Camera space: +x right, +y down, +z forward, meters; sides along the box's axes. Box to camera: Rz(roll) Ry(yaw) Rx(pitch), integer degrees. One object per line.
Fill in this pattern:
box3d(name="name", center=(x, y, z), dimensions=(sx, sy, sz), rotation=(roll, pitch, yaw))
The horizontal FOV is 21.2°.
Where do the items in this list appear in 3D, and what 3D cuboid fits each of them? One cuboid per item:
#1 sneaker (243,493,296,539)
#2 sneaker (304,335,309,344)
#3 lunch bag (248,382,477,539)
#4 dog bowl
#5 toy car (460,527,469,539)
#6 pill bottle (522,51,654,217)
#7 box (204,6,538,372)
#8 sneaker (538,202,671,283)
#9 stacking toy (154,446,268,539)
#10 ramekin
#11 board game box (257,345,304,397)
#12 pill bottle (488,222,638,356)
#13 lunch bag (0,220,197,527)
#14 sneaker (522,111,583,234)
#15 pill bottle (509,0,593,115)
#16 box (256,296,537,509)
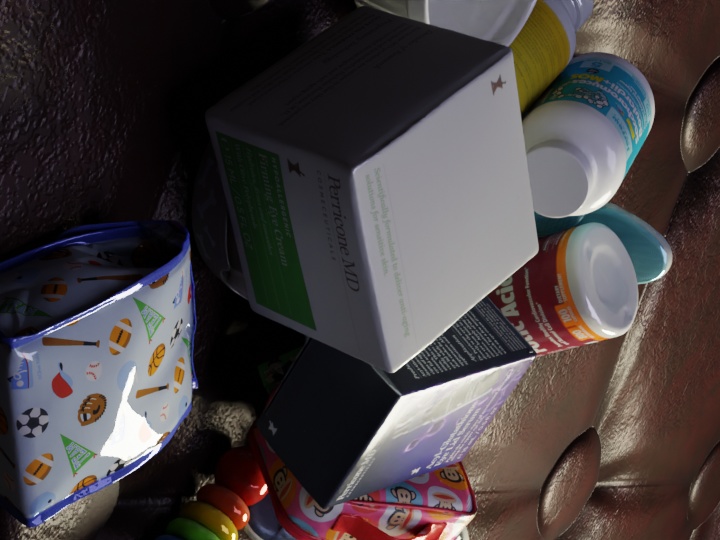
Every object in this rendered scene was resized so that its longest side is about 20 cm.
box3d(name="sneaker", center=(-0.016, 0.230, 1.834), dimensions=(0.198, 0.084, 0.076), rotation=(8, 68, -28))
box3d(name="sneaker", center=(0.000, 0.000, 1.756), dimensions=(0.077, 0.086, 0.202), rotation=(27, 82, -22))
box3d(name="lunch bag", center=(0.008, 0.189, 1.743), dimensions=(0.199, 0.177, 0.082), rotation=(13, 124, -34))
box3d(name="dog bowl", center=(-0.063, -0.064, 1.634), dimensions=(0.199, 0.058, 0.202), rotation=(-25, 124, -43))
box3d(name="toy car", center=(0.043, 0.341, 1.976), dimensions=(0.174, 0.150, 0.201), rotation=(-1, 131, -55))
box3d(name="pill bottle", center=(0.206, -0.123, 1.812), dimensions=(0.200, 0.110, 0.112), rotation=(-54, 153, -56))
box3d(name="box", center=(0.014, -0.068, 1.537), dimensions=(0.200, 0.170, 0.201), rotation=(-38, 133, -33))
box3d(name="sneaker", center=(0.246, -0.058, 1.991), dimensions=(0.130, 0.199, 0.080), rotation=(-34, 141, -52))
box3d(name="stacking toy", center=(-0.144, 0.241, 1.726), dimensions=(0.201, 0.085, 0.086), rotation=(-56, 148, -25))
box3d(name="ramekin", center=(0.074, -0.283, 1.668), dimensions=(0.200, 0.104, 0.202), rotation=(-37, 139, -40))
box3d(name="board game box", center=(-0.009, 0.131, 1.832), dimensions=(0.133, 0.029, 0.201), rotation=(-22, 140, -2))
box3d(name="pill bottle", center=(0.165, 0.030, 1.913), dimensions=(0.114, 0.199, 0.115), rotation=(24, 58, -45))
box3d(name="lunch bag", center=(-0.209, 0.066, 1.459), dimensions=(0.199, 0.123, 0.172), rotation=(-26, 131, -36))
box3d(name="sneaker", center=(0.119, -0.105, 1.898), dimensions=(0.198, 0.131, 0.080), rotation=(7, 137, -24))
box3d(name="pill bottle", center=(0.132, -0.206, 1.802), dimensions=(0.200, 0.111, 0.113), rotation=(-47, 144, -27))
box3d(name="box", center=(0.032, 0.103, 1.670), dimensions=(0.199, 0.104, 0.149), rotation=(-14, 144, -47))
